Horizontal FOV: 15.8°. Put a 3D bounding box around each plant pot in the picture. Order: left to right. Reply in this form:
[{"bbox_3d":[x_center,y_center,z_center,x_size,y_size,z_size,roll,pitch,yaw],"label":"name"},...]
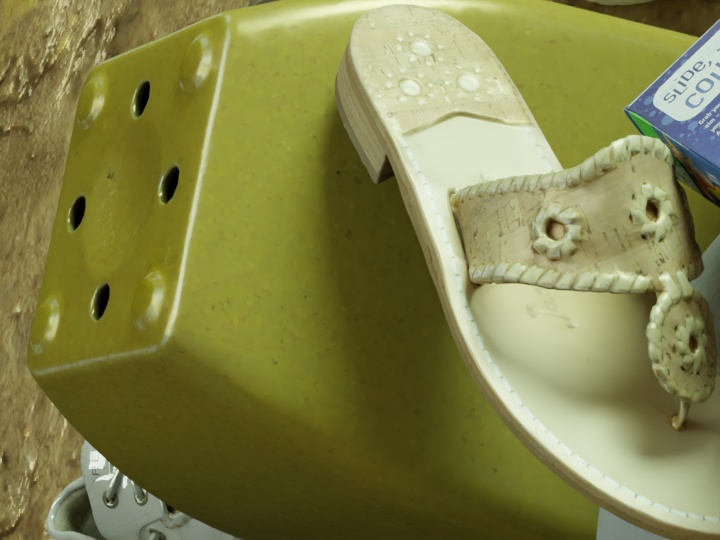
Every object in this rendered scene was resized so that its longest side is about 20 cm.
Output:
[{"bbox_3d":[0.000,0.000,0.917,0.194,0.199,0.197,-12,64,58],"label":"plant pot"}]

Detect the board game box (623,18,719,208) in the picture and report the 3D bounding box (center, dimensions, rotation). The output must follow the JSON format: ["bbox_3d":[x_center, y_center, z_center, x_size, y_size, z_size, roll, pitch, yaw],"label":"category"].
[{"bbox_3d":[0.183,-0.082,0.724,0.200,0.034,0.135,-43,31,-2],"label":"board game box"}]

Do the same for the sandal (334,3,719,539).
[{"bbox_3d":[0.059,-0.019,0.755,0.212,0.077,0.070,56,144,33],"label":"sandal"}]

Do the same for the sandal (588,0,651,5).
[{"bbox_3d":[0.116,-0.135,0.933,0.206,0.059,0.080,-7,69,59],"label":"sandal"}]

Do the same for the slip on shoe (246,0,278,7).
[{"bbox_3d":[-0.040,-0.059,1.163,0.076,0.060,0.201,-44,39,41],"label":"slip on shoe"}]

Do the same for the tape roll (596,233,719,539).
[{"bbox_3d":[0.153,0.068,0.750,0.200,0.066,0.201,-37,44,46],"label":"tape roll"}]

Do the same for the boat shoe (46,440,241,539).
[{"bbox_3d":[-0.084,0.089,1.081,0.200,0.069,0.071,-45,27,56],"label":"boat shoe"}]
